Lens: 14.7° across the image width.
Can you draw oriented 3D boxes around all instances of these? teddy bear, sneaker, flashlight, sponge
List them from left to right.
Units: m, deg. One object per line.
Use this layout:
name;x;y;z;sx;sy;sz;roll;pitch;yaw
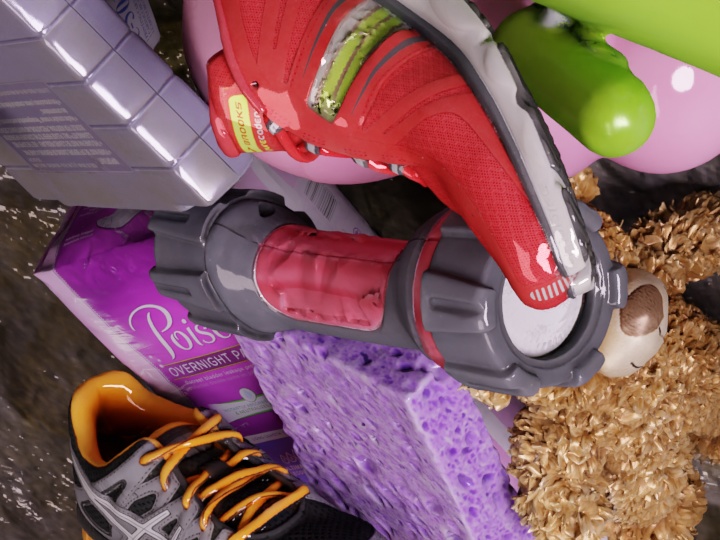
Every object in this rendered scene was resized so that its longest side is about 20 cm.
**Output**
sneaker;-0.059;0.097;1.117;0.200;0.078;0.077;15;129;48
sneaker;-0.003;-0.054;0.854;0.200;0.085;0.077;51;177;24
flashlight;0.000;0.000;0.954;0.200;0.068;0.068;9;108;49
sponge;0.021;0.090;1.091;0.112;0.030;0.200;24;150;43
teddy bear;0.105;0.042;1.035;0.067;0.145;0.200;39;157;40

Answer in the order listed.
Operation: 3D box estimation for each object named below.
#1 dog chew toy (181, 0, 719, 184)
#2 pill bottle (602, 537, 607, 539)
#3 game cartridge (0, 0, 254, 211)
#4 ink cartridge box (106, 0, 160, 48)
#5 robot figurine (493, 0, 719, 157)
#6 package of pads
dog chew toy;0.044;-0.083;0.950;0.200;0.125;0.125;10;141;11
pill bottle;0.052;0.195;1.283;0.114;0.114;0.200;31;144;-2
game cartridge;-0.119;-0.074;1.005;0.130;0.038;0.200;41;166;-20
ink cartridge box;-0.147;-0.154;1.047;0.094;0.044;0.200;11;141;26
robot figurine;0.099;-0.125;0.846;0.200;0.116;0.176;22;109;-2
package of pads;-0.027;0.032;1.169;0.120;0.076;0.200;-17;125;42
